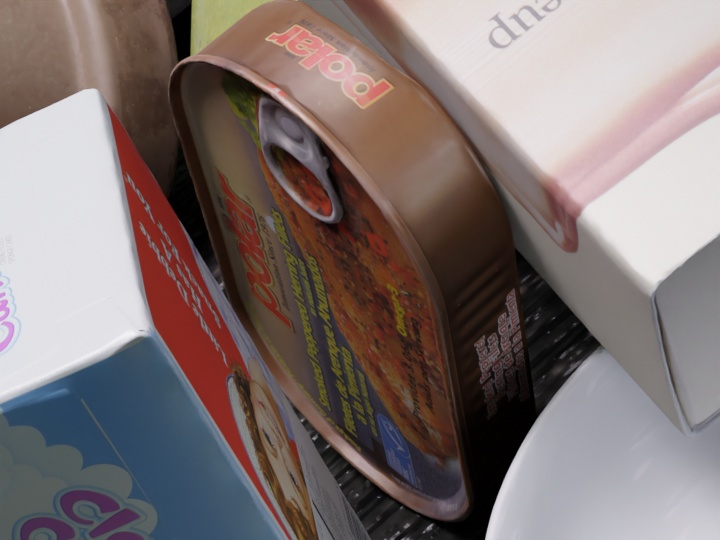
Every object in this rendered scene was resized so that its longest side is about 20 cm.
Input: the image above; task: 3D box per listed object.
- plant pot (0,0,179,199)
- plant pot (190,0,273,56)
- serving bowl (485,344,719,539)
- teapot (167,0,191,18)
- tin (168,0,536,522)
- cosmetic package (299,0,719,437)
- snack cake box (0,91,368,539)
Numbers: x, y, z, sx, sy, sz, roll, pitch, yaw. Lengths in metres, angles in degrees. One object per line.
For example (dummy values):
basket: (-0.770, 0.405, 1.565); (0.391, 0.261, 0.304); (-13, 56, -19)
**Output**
plant pot: (-0.192, -0.058, 0.892); (0.200, 0.201, 0.174); (-2, 7, 35)
plant pot: (0.017, -0.125, 0.859); (0.200, 0.200, 0.185); (3, 81, 38)
serving bowl: (0.136, 0.076, 0.657); (0.199, 0.066, 0.200); (-21, 39, 17)
teapot: (-0.141, -0.147, 1.050); (0.197, 0.200, 0.147); (18, 95, 17)
tin: (0.000, 0.000, 0.737); (0.112, 0.200, 0.042); (34, 66, 27)
cosmetic package: (0.064, -0.067, 0.690); (0.103, 0.087, 0.200); (-37, 58, -7)
snack cake box: (-0.051, 0.065, 0.681); (0.067, 0.200, 0.115); (-24, 36, 6)
